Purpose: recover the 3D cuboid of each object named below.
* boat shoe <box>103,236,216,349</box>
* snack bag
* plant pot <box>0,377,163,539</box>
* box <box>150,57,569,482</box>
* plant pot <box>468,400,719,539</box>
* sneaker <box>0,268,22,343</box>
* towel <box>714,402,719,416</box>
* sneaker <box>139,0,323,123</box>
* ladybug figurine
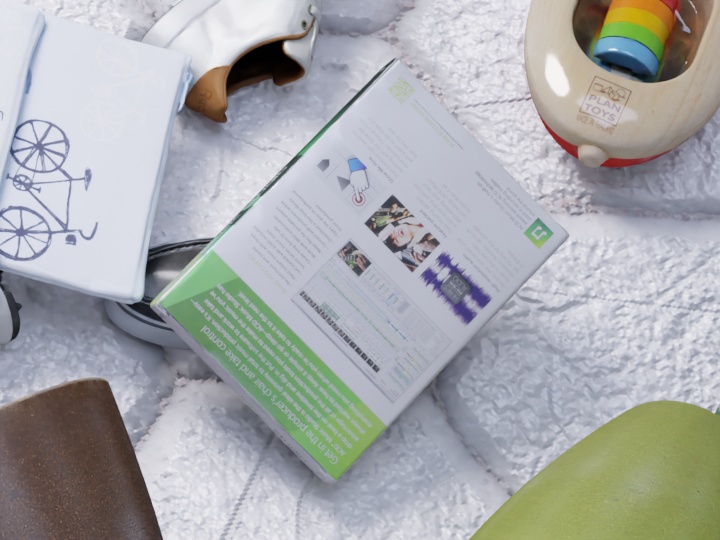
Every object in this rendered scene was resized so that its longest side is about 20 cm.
[{"bbox_3d":[-0.048,0.002,1.582,0.199,0.057,0.069,-1,58,-12],"label":"boat shoe"},{"bbox_3d":[-0.200,-0.078,1.558,0.199,0.021,0.189,17,55,-11],"label":"snack bag"},{"bbox_3d":[-0.163,0.187,1.386,0.187,0.187,0.200,-26,80,-24],"label":"plant pot"},{"bbox_3d":[0.000,0.000,1.544,0.144,0.036,0.200,46,77,-5],"label":"box"},{"bbox_3d":[0.143,0.166,1.460,0.187,0.187,0.200,27,42,7],"label":"plant pot"},{"bbox_3d":[-0.280,-0.026,1.550,0.090,0.067,0.200,-27,68,-27],"label":"sneaker"},{"bbox_3d":[0.264,0.087,1.502,0.031,0.200,0.150,-13,61,-22],"label":"towel"},{"bbox_3d":[-0.042,-0.163,1.688,0.085,0.073,0.200,42,71,13],"label":"sneaker"},{"bbox_3d":[0.167,-0.137,1.704,0.135,0.072,0.200,24,56,6],"label":"ladybug figurine"}]
